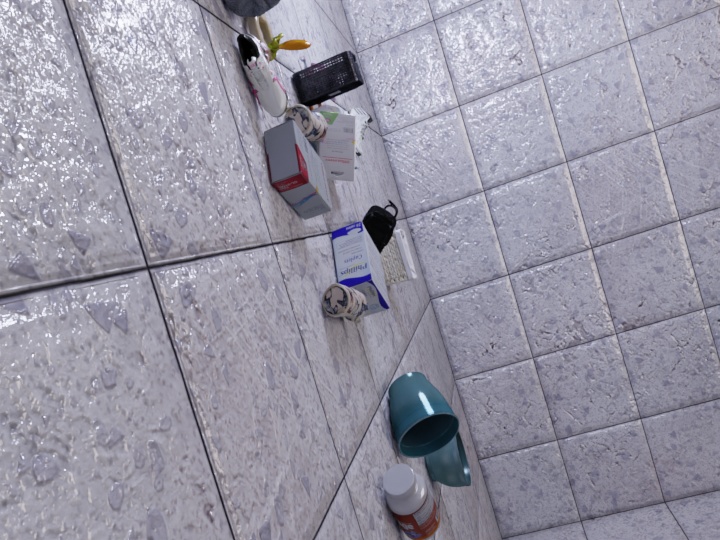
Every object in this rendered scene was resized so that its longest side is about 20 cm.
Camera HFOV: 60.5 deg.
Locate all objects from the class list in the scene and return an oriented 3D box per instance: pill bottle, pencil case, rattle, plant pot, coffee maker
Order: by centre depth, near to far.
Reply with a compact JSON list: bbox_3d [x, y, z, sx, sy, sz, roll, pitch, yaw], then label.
[{"bbox_3d":[-0.038,0.085,1.576,0.091,0.077,0.200,60,9,13],"label":"pencil case"},{"bbox_3d":[0.128,0.589,1.577,0.114,0.109,0.203,-91,159,-53],"label":"pill bottle"},{"bbox_3d":[-0.228,-0.655,1.579,0.129,0.139,0.207,-15,94,-59],"label":"rattle"},{"bbox_3d":[-0.150,-0.403,1.689,0.089,0.078,0.200,44,13,3],"label":"pencil case"},{"bbox_3d":[0.171,0.420,1.857,0.202,0.196,0.190,60,2,-46],"label":"plant pot"},{"bbox_3d":[0.069,-0.153,2.119,0.136,0.190,0.200,53,14,-8],"label":"coffee maker"},{"bbox_3d":[0.306,0.680,2.213,0.200,0.131,0.206,-17,90,-77],"label":"plant pot"}]

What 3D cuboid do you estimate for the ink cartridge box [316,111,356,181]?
[{"bbox_3d":[-0.073,-0.357,1.831,0.067,0.113,0.207,144,-52,-74],"label":"ink cartridge box"}]

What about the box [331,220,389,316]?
[{"bbox_3d":[0.000,0.000,1.798,0.185,0.102,0.205,56,20,-55],"label":"box"}]

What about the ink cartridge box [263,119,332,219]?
[{"bbox_3d":[-0.148,-0.235,1.488,0.200,0.081,0.150,49,26,-62],"label":"ink cartridge box"}]

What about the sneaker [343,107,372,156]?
[{"bbox_3d":[0.003,-0.588,2.578,0.076,0.112,0.207,22,53,-74],"label":"sneaker"}]

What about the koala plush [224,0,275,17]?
[{"bbox_3d":[-0.263,-0.715,1.481,0.175,0.185,0.202,31,19,-32],"label":"koala plush"}]

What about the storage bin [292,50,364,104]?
[{"bbox_3d":[-0.098,-0.590,1.913,0.135,0.195,0.096,-49,120,-76],"label":"storage bin"}]

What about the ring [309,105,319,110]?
[{"bbox_3d":[-0.137,-0.531,2.092,0.200,0.019,0.206,-17,91,-78],"label":"ring"}]

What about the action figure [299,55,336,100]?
[{"bbox_3d":[-0.143,-0.651,2.101,0.201,0.130,0.153,-78,175,-68],"label":"action figure"}]

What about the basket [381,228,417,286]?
[{"bbox_3d":[0.136,-0.047,2.439,0.135,0.120,0.206,-8,82,-78],"label":"basket"}]

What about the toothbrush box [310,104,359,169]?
[{"bbox_3d":[-0.088,-0.409,1.959,0.146,0.083,0.206,-23,95,-69],"label":"toothbrush box"}]

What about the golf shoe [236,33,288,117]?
[{"bbox_3d":[-0.234,-0.449,1.429,0.204,0.071,0.092,65,18,6],"label":"golf shoe"}]
